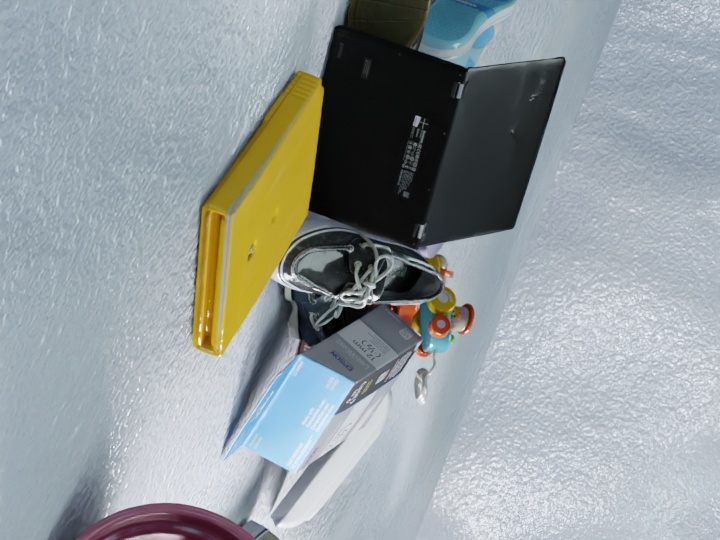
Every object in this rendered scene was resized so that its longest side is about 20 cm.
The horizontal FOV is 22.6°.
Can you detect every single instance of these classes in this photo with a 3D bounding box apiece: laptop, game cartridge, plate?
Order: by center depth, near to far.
[{"bbox_3d":[-0.087,-0.052,1.546,0.177,0.032,0.200,100,13,-45],"label":"game cartridge"},{"bbox_3d":[0.064,-0.129,1.689,0.116,0.199,0.188,-55,163,-60],"label":"laptop"},{"bbox_3d":[-0.029,0.218,2.070,0.200,0.032,0.200,-52,-178,-7],"label":"plate"}]

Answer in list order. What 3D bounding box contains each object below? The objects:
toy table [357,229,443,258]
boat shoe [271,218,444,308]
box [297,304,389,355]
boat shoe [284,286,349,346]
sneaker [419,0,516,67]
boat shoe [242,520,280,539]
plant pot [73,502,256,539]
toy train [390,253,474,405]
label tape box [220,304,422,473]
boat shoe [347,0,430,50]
[{"bbox_3d":[0.044,-0.095,1.868,0.200,0.117,0.185,11,99,-80],"label":"toy table"},{"bbox_3d":[-0.001,0.003,1.729,0.199,0.068,0.074,14,105,-45],"label":"boat shoe"},{"bbox_3d":[-0.021,0.078,1.990,0.100,0.075,0.201,-53,162,-54],"label":"box"},{"bbox_3d":[-0.039,0.025,1.825,0.200,0.062,0.075,92,22,-58],"label":"boat shoe"},{"bbox_3d":[0.105,-0.241,2.004,0.200,0.079,0.131,-41,149,-49],"label":"sneaker"},{"bbox_3d":[-0.130,0.332,1.949,0.200,0.062,0.072,-47,155,-61],"label":"boat shoe"},{"bbox_3d":[-0.164,0.297,1.438,0.201,0.199,0.179,-65,-176,-21],"label":"plant pot"},{"bbox_3d":[0.075,0.054,1.948,0.200,0.055,0.151,-114,-150,-61],"label":"toy train"},{"bbox_3d":[-0.038,0.131,1.837,0.200,0.066,0.144,-32,159,-53],"label":"label tape box"},{"bbox_3d":[0.022,-0.220,1.673,0.066,0.071,0.202,-82,-177,-61],"label":"boat shoe"}]
